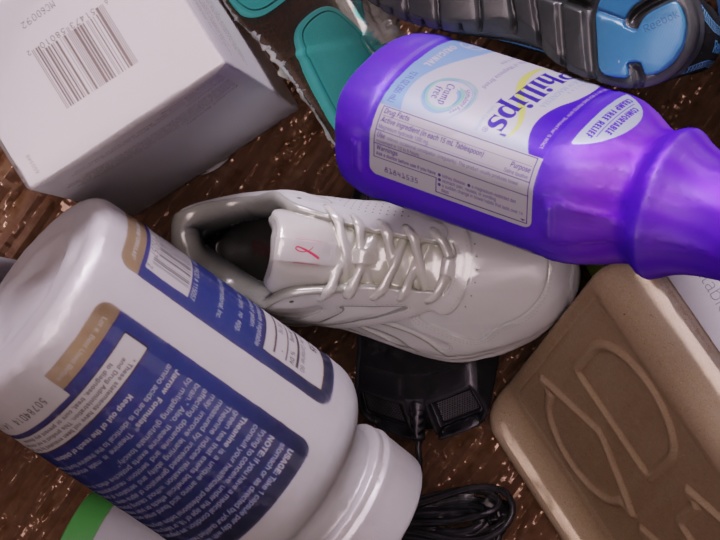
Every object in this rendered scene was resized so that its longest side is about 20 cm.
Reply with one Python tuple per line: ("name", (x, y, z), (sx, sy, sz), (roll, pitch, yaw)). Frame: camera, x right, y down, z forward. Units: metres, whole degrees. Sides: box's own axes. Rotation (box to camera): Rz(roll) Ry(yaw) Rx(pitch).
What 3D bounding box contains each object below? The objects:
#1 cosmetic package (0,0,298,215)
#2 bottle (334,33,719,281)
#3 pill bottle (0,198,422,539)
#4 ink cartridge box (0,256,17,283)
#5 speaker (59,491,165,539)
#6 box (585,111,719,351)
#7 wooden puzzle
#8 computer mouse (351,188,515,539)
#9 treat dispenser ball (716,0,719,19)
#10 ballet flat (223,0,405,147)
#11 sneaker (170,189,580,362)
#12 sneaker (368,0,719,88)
("cosmetic package", (-0.106, -0.089, 1.154), (0.107, 0.200, 0.085), (-33, 85, 4))
("bottle", (0.088, -0.043, 1.053), (0.200, 0.084, 0.065), (21, 129, 28))
("pill bottle", (-0.073, 0.065, 1.125), (0.200, 0.111, 0.111), (36, 92, -20))
("ink cartridge box", (-0.254, 0.016, 1.166), (0.164, 0.200, 0.075), (10, 90, 6))
("speaker", (-0.052, 0.178, 1.197), (0.199, 0.088, 0.089), (23, 91, 7))
("box", (0.163, 0.032, 1.158), (0.048, 0.122, 0.200), (-30, 85, -8))
("wooden puzzle", (0.148, 0.098, 1.130), (0.046, 0.200, 0.186), (-29, 78, -23))
("computer mouse", (0.009, 0.043, 1.220), (0.140, 0.046, 0.201), (-9, 83, 25))
("treat dispenser ball", (0.260, -0.134, 1.115), (0.200, 0.201, 0.202), (0, 88, 6))
("ballet flat", (-0.020, -0.125, 1.172), (0.072, 0.072, 0.200), (-29, 87, 4))
("sneaker", (0.000, 0.000, 1.146), (0.199, 0.099, 0.078), (1, 86, 24))
("sneaker", (0.069, -0.131, 1.111), (0.200, 0.082, 0.073), (31, 104, 23))
